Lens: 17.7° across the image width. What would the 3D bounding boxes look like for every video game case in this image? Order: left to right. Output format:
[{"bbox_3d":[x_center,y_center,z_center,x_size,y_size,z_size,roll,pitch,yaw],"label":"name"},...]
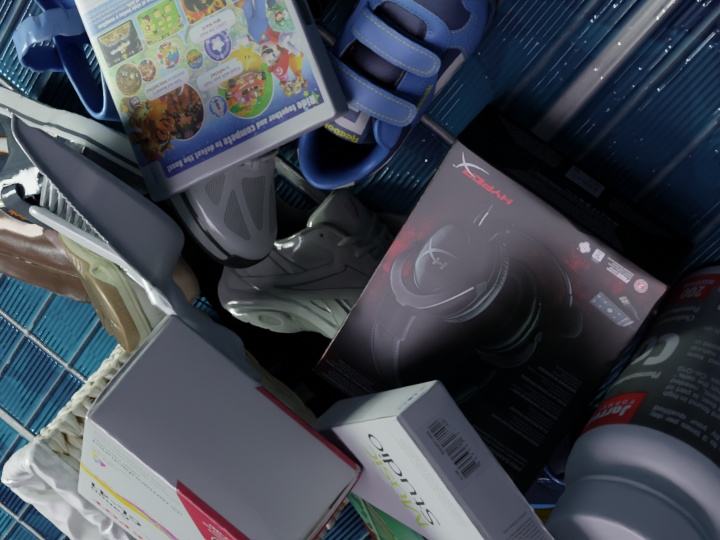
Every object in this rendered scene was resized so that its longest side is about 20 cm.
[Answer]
[{"bbox_3d":[-0.100,-0.157,1.320,0.142,0.018,0.201,-22,88,32],"label":"video game case"}]

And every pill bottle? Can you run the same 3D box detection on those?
[{"bbox_3d":[0.184,0.102,1.301,0.113,0.200,0.114,22,141,20],"label":"pill bottle"}]

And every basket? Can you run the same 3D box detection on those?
[{"bbox_3d":[-0.120,0.143,1.591,0.200,0.161,0.198,42,166,-4],"label":"basket"}]

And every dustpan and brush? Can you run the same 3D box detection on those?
[{"bbox_3d":[-0.130,-0.008,1.357,0.199,0.057,0.140,32,172,5],"label":"dustpan and brush"}]

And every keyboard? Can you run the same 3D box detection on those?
[{"bbox_3d":[-0.075,-0.006,1.557,0.104,0.040,0.200,-34,107,32],"label":"keyboard"}]

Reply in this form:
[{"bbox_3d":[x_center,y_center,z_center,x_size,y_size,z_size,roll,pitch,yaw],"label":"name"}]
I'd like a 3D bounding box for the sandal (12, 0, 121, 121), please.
[{"bbox_3d":[-0.142,-0.119,1.438,0.200,0.087,0.079,39,140,-6],"label":"sandal"}]

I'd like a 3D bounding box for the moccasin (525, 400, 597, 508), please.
[{"bbox_3d":[0.140,0.105,1.455,0.198,0.081,0.068,1,146,23],"label":"moccasin"}]

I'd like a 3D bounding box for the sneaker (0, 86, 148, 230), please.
[{"bbox_3d":[-0.190,-0.062,1.499,0.078,0.080,0.199,26,176,-36],"label":"sneaker"}]

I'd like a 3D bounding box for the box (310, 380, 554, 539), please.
[{"bbox_3d":[0.044,0.134,1.295,0.145,0.036,0.200,54,165,-4],"label":"box"}]

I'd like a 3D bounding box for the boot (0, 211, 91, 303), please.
[{"bbox_3d":[-0.268,-0.058,1.627,0.199,0.064,0.187,20,153,29],"label":"boot"}]

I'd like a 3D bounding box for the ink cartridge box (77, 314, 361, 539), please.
[{"bbox_3d":[-0.090,0.124,1.388,0.147,0.086,0.200,38,160,4],"label":"ink cartridge box"}]

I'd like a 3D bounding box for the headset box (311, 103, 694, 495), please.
[{"bbox_3d":[0.077,0.030,1.359,0.148,0.077,0.201,35,117,5],"label":"headset box"}]

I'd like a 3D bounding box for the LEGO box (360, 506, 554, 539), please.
[{"bbox_3d":[0.120,0.199,1.561,0.199,0.077,0.150,1,131,39],"label":"LEGO box"}]

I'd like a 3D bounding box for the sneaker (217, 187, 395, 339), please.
[{"bbox_3d":[0.000,0.000,1.457,0.198,0.078,0.100,14,122,18],"label":"sneaker"}]

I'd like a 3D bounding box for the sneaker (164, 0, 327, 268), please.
[{"bbox_3d":[-0.068,-0.106,1.357,0.115,0.075,0.202,-14,93,41],"label":"sneaker"}]

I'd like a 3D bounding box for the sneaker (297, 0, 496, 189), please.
[{"bbox_3d":[0.017,-0.117,1.310,0.074,0.082,0.201,34,142,7],"label":"sneaker"}]

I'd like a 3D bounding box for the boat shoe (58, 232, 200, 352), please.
[{"bbox_3d":[-0.148,0.000,1.502,0.073,0.065,0.200,64,171,-16],"label":"boat shoe"}]
